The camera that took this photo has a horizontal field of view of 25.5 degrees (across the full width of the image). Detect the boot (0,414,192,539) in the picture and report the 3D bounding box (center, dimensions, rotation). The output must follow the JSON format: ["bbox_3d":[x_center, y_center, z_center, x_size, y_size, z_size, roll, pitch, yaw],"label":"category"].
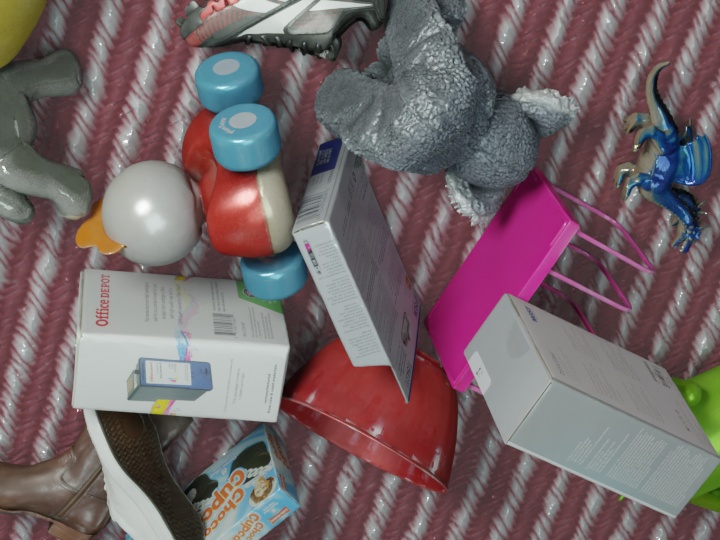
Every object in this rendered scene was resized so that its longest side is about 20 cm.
[{"bbox_3d":[-0.293,0.169,1.616,0.186,0.064,0.200,32,107,-27],"label":"boot"}]

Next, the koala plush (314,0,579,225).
[{"bbox_3d":[0.091,-0.138,1.482,0.200,0.184,0.178,30,108,-31],"label":"koala plush"}]

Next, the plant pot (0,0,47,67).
[{"bbox_3d":[-0.349,-0.252,1.364,0.199,0.201,0.142,-1,135,-7],"label":"plant pot"}]

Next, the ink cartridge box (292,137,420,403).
[{"bbox_3d":[0.000,0.000,1.502,0.043,0.197,0.201,-16,114,13],"label":"ink cartridge box"}]

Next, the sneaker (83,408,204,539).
[{"bbox_3d":[-0.237,0.204,1.580,0.084,0.073,0.201,-16,104,37],"label":"sneaker"}]

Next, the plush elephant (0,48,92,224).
[{"bbox_3d":[-0.360,-0.106,1.444,0.199,0.155,0.166,-2,74,-41],"label":"plush elephant"}]

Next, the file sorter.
[{"bbox_3d":[0.179,0.029,1.577,0.125,0.139,0.200,27,108,-21],"label":"file sorter"}]

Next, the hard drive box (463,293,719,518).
[{"bbox_3d":[0.212,0.123,1.465,0.199,0.156,0.077,26,111,-23],"label":"hard drive box"}]

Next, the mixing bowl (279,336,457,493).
[{"bbox_3d":[0.021,0.129,1.589,0.200,0.200,0.109,33,77,-20],"label":"mixing bowl"}]

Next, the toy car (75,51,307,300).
[{"bbox_3d":[-0.166,-0.070,1.449,0.199,0.177,0.185,-14,131,-5],"label":"toy car"}]

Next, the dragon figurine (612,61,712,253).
[{"bbox_3d":[0.310,-0.117,1.570,0.099,0.059,0.201,2,114,-9],"label":"dragon figurine"}]

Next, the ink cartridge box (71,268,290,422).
[{"bbox_3d":[-0.177,0.070,1.540,0.199,0.145,0.088,6,114,-11],"label":"ink cartridge box"}]

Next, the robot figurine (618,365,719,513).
[{"bbox_3d":[0.352,0.176,1.676,0.199,0.116,0.176,-24,117,4],"label":"robot figurine"}]

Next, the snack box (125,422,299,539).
[{"bbox_3d":[-0.155,0.259,1.643,0.200,0.116,0.037,-40,121,10],"label":"snack box"}]

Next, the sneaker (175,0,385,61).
[{"bbox_3d":[-0.066,-0.230,1.452,0.199,0.071,0.098,-18,94,0],"label":"sneaker"}]
